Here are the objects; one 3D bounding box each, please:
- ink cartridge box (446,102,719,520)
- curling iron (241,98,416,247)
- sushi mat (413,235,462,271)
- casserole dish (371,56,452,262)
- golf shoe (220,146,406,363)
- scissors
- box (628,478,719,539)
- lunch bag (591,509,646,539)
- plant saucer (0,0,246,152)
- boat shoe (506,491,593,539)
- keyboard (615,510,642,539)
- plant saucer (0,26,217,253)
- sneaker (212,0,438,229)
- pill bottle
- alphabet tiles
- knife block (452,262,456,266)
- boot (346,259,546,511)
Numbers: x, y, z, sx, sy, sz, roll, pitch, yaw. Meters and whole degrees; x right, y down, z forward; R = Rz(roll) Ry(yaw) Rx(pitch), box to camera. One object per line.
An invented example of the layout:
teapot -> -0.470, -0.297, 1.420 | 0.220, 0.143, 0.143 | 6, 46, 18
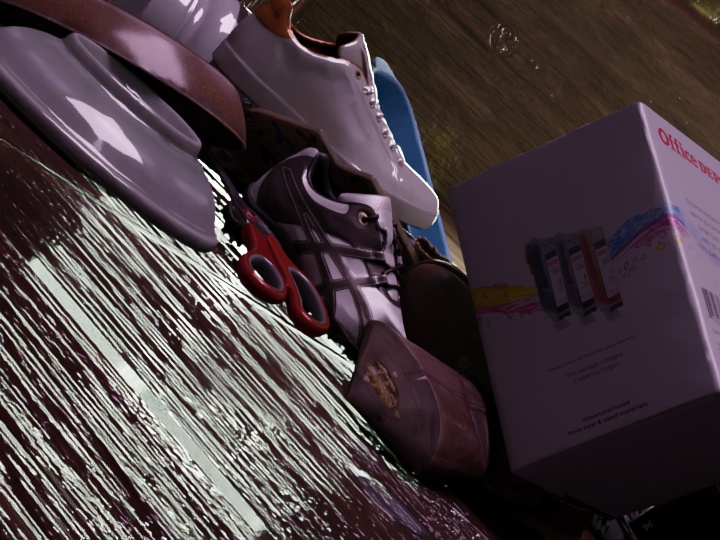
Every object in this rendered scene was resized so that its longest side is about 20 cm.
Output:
ink cartridge box -> 0.164, 0.027, 1.568 | 0.145, 0.145, 0.200 | 29, 44, -54
curling iron -> -0.028, -0.071, 1.813 | 0.200, 0.026, 0.050 | 38, 31, 10
sushi mat -> 0.066, 0.043, 1.827 | 0.096, 0.012, 0.200 | 42, -18, 12
casserole dish -> 0.025, -0.060, 1.903 | 0.121, 0.039, 0.200 | 16, 59, -74
golf shoe -> 0.000, 0.000, 1.676 | 0.200, 0.094, 0.078 | 45, 5, 16
scissors -> -0.066, -0.023, 1.655 | 0.073, 0.014, 0.200 | 31, 19, -29
box -> 0.281, 0.205, 1.576 | 0.200, 0.141, 0.079 | 61, 12, 28
lunch bag -> 0.278, 0.155, 1.866 | 0.124, 0.200, 0.170 | 39, 5, -27
plant saucer -> -0.157, -0.142, 1.693 | 0.200, 0.035, 0.200 | 29, -7, 4
boat shoe -> 0.101, 0.104, 1.671 | 0.070, 0.070, 0.200 | 24, 15, -35
keyboard -> 0.175, 0.152, 1.695 | 0.127, 0.021, 0.200 | -2, 68, -83
plant saucer -> -0.152, -0.094, 1.560 | 0.200, 0.050, 0.200 | 41, 6, -5
sneaker -> -0.004, -0.112, 1.778 | 0.200, 0.085, 0.073 | 41, 9, -18
pill bottle -> -0.103, -0.140, 1.952 | 0.200, 0.114, 0.114 | 39, 6, -21
alphabet tiles -> -0.023, -0.039, 1.797 | 0.166, 0.006, 0.200 | 21, -30, 43
knife block -> 0.049, 0.013, 2.093 | 0.176, 0.064, 0.200 | 41, 5, -14
boot -> 0.035, 0.052, 1.526 | 0.200, 0.064, 0.186 | 26, 33, -60
